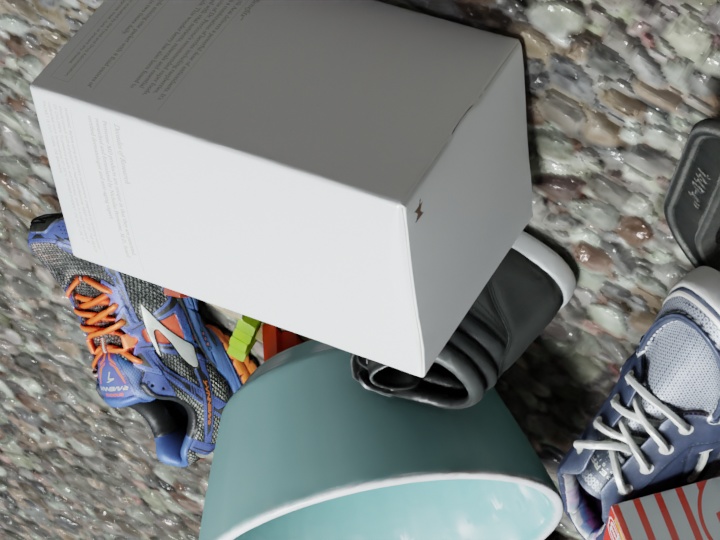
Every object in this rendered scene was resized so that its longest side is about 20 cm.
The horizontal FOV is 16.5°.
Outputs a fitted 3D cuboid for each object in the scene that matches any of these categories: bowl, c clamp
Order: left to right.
[{"bbox_3d":[0.001,0.102,1.347,0.201,0.105,0.201,-10,156,-5],"label":"bowl"},{"bbox_3d":[0.201,0.011,1.109,0.171,0.027,0.200,47,169,18],"label":"c clamp"}]

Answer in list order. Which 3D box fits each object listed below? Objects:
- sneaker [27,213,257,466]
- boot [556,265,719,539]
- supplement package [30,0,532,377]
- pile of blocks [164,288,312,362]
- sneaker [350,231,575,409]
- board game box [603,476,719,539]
[{"bbox_3d":[-0.131,0.041,1.469,0.075,0.078,0.200,-4,135,45],"label":"sneaker"},{"bbox_3d":[0.147,0.075,1.210,0.073,0.090,0.200,47,164,22],"label":"boot"},{"bbox_3d":[-0.034,-0.055,1.177,0.200,0.121,0.120,19,141,24],"label":"supplement package"},{"bbox_3d":[-0.089,0.002,1.387,0.200,0.062,0.082,42,149,-17],"label":"pile of blocks"},{"bbox_3d":[0.000,0.000,1.262,0.200,0.099,0.071,26,152,13],"label":"sneaker"},{"bbox_3d":[0.198,0.168,1.292,0.151,0.046,0.200,-13,149,-10],"label":"board game box"}]
